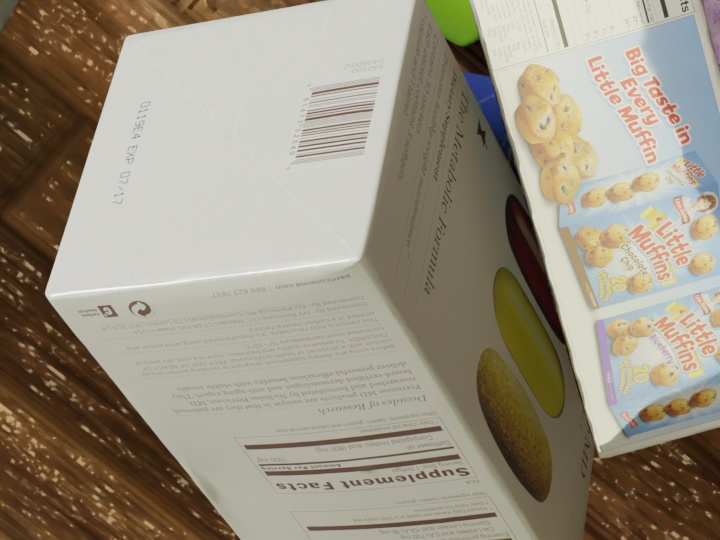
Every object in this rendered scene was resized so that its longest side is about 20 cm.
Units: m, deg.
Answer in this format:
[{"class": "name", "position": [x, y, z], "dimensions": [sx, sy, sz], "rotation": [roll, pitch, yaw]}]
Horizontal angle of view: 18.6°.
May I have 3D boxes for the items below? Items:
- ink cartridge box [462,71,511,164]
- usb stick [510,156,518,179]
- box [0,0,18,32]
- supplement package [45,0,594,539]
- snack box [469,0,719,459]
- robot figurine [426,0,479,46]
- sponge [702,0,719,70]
[{"class": "ink cartridge box", "position": [0.000, 0.000, 0.849], "dimensions": [0.093, 0.044, 0.201], "rotation": [12, 142, 1]}, {"class": "usb stick", "position": [0.093, -0.031, 0.869], "dimensions": [0.199, 0.033, 0.056], "rotation": [3, 115, 7]}, {"class": "box", "position": [-0.266, -0.068, 0.821], "dimensions": [0.198, 0.172, 0.200], "rotation": [32, 116, -8]}, {"class": "supplement package", "position": [-0.001, 0.019, 0.744], "dimensions": [0.109, 0.114, 0.200], "rotation": [-6, 141, 24]}, {"class": "snack box", "position": [0.085, -0.042, 0.714], "dimensions": [0.071, 0.024, 0.201], "rotation": [-16, 102, 4]}, {"class": "robot figurine", "position": [0.033, -0.147, 0.769], "dimensions": [0.199, 0.116, 0.176], "rotation": [27, 125, -10]}, {"class": "sponge", "position": [0.170, -0.073, 0.732], "dimensions": [0.199, 0.030, 0.112], "rotation": [-34, 99, 8]}]
